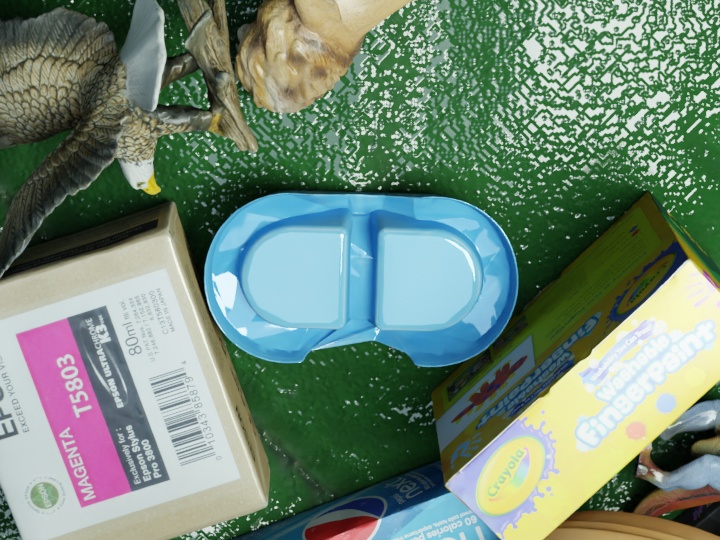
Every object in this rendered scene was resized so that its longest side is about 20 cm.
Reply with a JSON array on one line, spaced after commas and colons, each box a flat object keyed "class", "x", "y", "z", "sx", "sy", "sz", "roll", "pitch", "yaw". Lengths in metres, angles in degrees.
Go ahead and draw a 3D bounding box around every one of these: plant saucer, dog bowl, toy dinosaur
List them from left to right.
[{"class": "dog bowl", "x": 0.000, "y": 0.000, "z": 1.391, "sx": 0.199, "sy": 0.050, "sz": 0.112, "roll": 1, "pitch": 106, "yaw": -2}, {"class": "plant saucer", "x": 0.188, "y": 0.200, "z": 1.364, "sx": 0.199, "sy": 0.200, "sz": 0.038, "roll": 23, "pitch": 66, "yaw": -7}, {"class": "toy dinosaur", "x": 0.271, "y": 0.106, "z": 1.406, "sx": 0.180, "sy": 0.105, "sz": 0.201, "roll": 8, "pitch": 132, "yaw": 3}]

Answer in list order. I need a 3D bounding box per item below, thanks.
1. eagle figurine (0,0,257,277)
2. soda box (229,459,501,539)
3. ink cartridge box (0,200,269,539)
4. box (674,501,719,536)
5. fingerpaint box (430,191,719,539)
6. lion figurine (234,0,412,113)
[{"class": "eagle figurine", "x": -0.166, "y": -0.085, "z": 1.309, "sx": 0.199, "sy": 0.152, "sz": 0.152, "roll": -16, "pitch": 111, "yaw": 5}, {"class": "soda box", "x": -0.001, "y": 0.190, "z": 1.437, "sx": 0.199, "sy": 0.064, "sz": 0.068, "roll": -21, "pitch": 105, "yaw": 4}, {"class": "ink cartridge box", "x": -0.165, "y": 0.078, "z": 1.397, "sx": 0.164, "sy": 0.075, "sz": 0.201, "roll": -19, "pitch": 106, "yaw": 3}, {"class": "box", "x": 0.302, "y": 0.222, "z": 1.466, "sx": 0.143, "sy": 0.036, "sz": 0.200, "roll": -42, "pitch": 100, "yaw": 10}, {"class": "fingerpaint box", "x": 0.142, "y": 0.062, "z": 1.350, "sx": 0.200, "sy": 0.167, "sz": 0.073, "roll": -44, "pitch": 102, "yaw": 10}, {"class": "lion figurine", "x": 0.005, "y": -0.179, "z": 1.327, "sx": 0.199, "sy": 0.073, "sz": 0.123, "roll": -28, "pitch": 138, "yaw": 0}]
